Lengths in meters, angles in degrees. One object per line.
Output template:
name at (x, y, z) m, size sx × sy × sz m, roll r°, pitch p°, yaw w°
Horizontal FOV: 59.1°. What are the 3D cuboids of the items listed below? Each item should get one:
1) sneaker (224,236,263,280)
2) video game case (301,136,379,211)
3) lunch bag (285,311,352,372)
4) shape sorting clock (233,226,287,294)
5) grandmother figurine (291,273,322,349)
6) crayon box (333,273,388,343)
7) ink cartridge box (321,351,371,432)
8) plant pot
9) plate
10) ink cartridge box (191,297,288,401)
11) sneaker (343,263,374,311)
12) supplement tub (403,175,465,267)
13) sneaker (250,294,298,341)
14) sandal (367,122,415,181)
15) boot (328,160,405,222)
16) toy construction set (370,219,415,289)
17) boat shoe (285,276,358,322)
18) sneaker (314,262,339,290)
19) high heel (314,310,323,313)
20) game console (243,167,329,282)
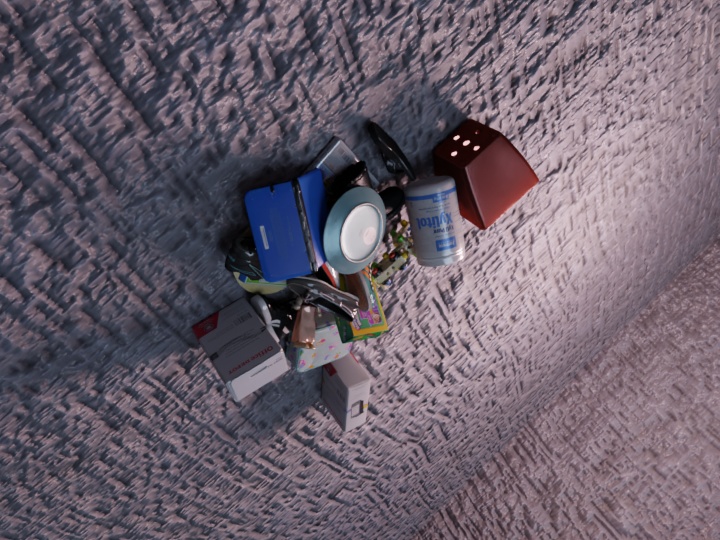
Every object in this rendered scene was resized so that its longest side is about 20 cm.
sneaker at (-0.208, -0.019, 1.403) m, size 0.198 × 0.076 × 0.080 m, roll 16°, pitch 123°, yaw -38°
video game case at (-0.063, -0.186, 1.473) m, size 0.182 × 0.024 × 0.200 m, roll -48°, pitch 143°, yaw 3°
lunch bag at (-0.109, 0.186, 1.722) m, size 0.198 × 0.077 × 0.162 m, roll -13°, pitch 133°, yaw -35°
shape sorting clock at (-0.203, -0.035, 1.463) m, size 0.198 × 0.039 × 0.203 m, roll -22°, pitch 132°, yaw -26°
grandmother figurine at (-0.132, 0.088, 1.559) m, size 0.121 × 0.059 × 0.204 m, roll 36°, pitch 58°, yaw -72°
crayon box at (-0.015, 0.074, 1.612) m, size 0.117 × 0.203 × 0.058 m, roll -5°, pitch 162°, yaw -39°
ink cartridge box at (-0.045, 0.349, 1.871) m, size 0.085 × 0.148 × 0.202 m, roll -20°, pitch 137°, yaw -26°
plant pot at (0.299, -0.262, 1.618) m, size 0.199 × 0.200 × 0.177 m, roll -41°, pitch 131°, yaw -5°
plate at (-0.004, -0.086, 1.422) m, size 0.198 × 0.025 × 0.204 m, roll -21°, pitch 120°, yaw -41°
ink cartridge box at (-0.276, 0.179, 1.459) m, size 0.144 × 0.200 × 0.084 m, roll -30°, pitch 140°, yaw -18°
sneaker at (0.000, 0.000, 1.572) m, size 0.079 × 0.203 × 0.071 m, roll -13°, pitch 168°, yaw -40°
supplement tub at (0.186, -0.124, 1.585) m, size 0.130 × 0.131 × 0.203 m, roll -21°, pitch 107°, yaw -28°
sneaker at (-0.199, 0.092, 1.561) m, size 0.111 × 0.073 × 0.201 m, roll -36°, pitch 153°, yaw -17°
sandal at (0.066, -0.272, 1.491) m, size 0.048 × 0.076 × 0.200 m, roll -29°, pitch 139°, yaw 21°
boot at (0.019, -0.180, 1.479) m, size 0.198 × 0.073 × 0.164 m, roll -46°, pitch 133°, yaw -25°
toy construction set at (0.081, -0.029, 1.684) m, size 0.091 × 0.132 × 0.201 m, roll 26°, pitch 114°, yaw -18°
boat shoe at (-0.087, 0.067, 1.485) m, size 0.198 × 0.058 × 0.067 m, roll 21°, pitch 152°, yaw -29°
sneaker at (-0.067, -0.041, 1.504) m, size 0.108 × 0.067 × 0.203 m, roll -47°, pitch 137°, yaw -21°
high heel at (-0.065, 0.087, 1.673) m, size 0.198 × 0.067 × 0.097 m, roll 14°, pitch 104°, yaw -43°
game console at (-0.145, -0.099, 1.366) m, size 0.168 × 0.118 × 0.203 m, roll -13°, pitch 107°, yaw -3°
